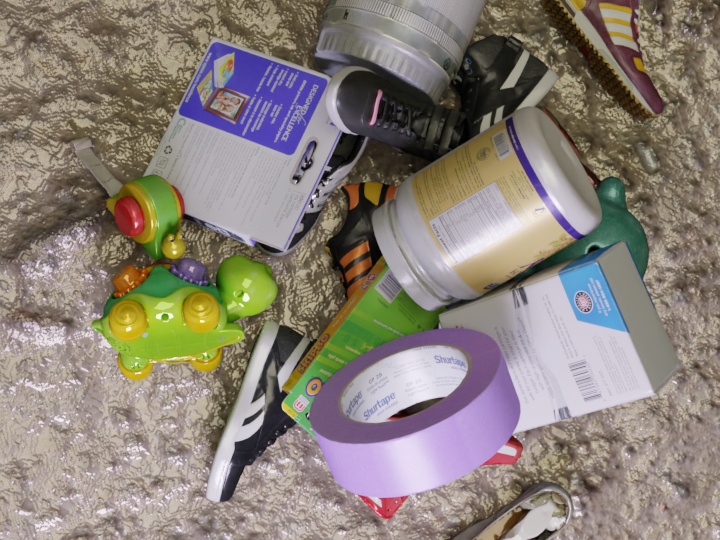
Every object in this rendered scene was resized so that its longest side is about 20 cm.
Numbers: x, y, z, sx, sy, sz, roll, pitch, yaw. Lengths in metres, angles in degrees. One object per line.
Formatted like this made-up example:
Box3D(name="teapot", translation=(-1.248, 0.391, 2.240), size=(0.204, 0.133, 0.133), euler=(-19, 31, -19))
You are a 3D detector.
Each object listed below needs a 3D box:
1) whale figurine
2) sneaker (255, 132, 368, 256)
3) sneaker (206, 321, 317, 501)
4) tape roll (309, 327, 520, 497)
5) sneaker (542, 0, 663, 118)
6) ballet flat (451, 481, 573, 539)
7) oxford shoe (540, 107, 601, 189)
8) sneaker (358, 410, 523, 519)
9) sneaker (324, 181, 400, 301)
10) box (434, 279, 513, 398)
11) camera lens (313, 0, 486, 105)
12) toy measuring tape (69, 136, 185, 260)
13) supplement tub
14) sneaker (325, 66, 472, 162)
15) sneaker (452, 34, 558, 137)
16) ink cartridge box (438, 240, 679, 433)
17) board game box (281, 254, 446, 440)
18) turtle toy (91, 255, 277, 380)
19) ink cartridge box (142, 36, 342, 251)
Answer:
Box3D(name="whale figurine", translation=(0.221, -0.046, 1.471), size=(0.159, 0.104, 0.200), euler=(-39, 89, 3))
Box3D(name="sneaker", translation=(-0.055, -0.107, 1.500), size=(0.076, 0.088, 0.200), euler=(32, 83, -5))
Box3D(name="sneaker", translation=(-0.085, 0.164, 1.468), size=(0.112, 0.073, 0.200), euler=(20, 81, -4))
Box3D(name="tape roll", translation=(0.053, 0.136, 1.350), size=(0.200, 0.200, 0.066), euler=(-26, 114, -9))
Box3D(name="sneaker", translation=(0.298, -0.268, 1.568), size=(0.090, 0.075, 0.200), euler=(-38, 91, -4))
Box3D(name="ballet flat", translation=(0.149, 0.301, 1.498), size=(0.200, 0.064, 0.067), euler=(-38, 90, -9))
Box3D(name="oxford shoe", translation=(0.237, -0.085, 1.551), size=(0.075, 0.070, 0.200), euler=(-35, 98, 12))
Box3D(name="sneaker", translation=(0.072, 0.217, 1.504), size=(0.200, 0.078, 0.116), euler=(11, 96, -1))
Box3D(name="sneaker", translation=(0.000, 0.000, 1.515), size=(0.090, 0.070, 0.201), euler=(10, 85, 13))
Box3D(name="box", translation=(0.142, 0.048, 1.532), size=(0.160, 0.044, 0.200), euler=(8, 84, -7))
Box3D(name="camera lens", translation=(0.052, -0.294, 1.495), size=(0.160, 0.160, 0.200), euler=(23, 82, -5))
Box3D(name="toy measuring tape", translation=(-0.242, -0.090, 1.446), size=(0.074, 0.074, 0.200), euler=(-36, 65, -9))
Box3D(name="supplement tub", translation=(0.127, -0.059, 1.397), size=(0.200, 0.145, 0.146), euler=(-31, 89, 20))
Box3D(name="sneaker", translation=(0.048, -0.159, 1.424), size=(0.099, 0.200, 0.071), euler=(16, 88, 34))
Box3D(name="sneaker", translation=(0.120, -0.182, 1.543), size=(0.112, 0.073, 0.200), euler=(42, 73, 1))
Box3D(name="ink cartridge box", translation=(0.201, 0.073, 1.411), size=(0.086, 0.200, 0.147), euler=(-29, 96, -52))
Box3D(name="board game box", translation=(0.001, 0.088, 1.443), size=(0.096, 0.030, 0.200), euler=(45, 72, -29))
Box3D(name="turtle toy", translation=(-0.185, 0.039, 1.453), size=(0.200, 0.146, 0.101), euler=(-7, 64, -9))
Box3D(name="ink cartridge box", translation=(-0.116, -0.133, 1.476), size=(0.200, 0.043, 0.198), euler=(22, 81, 24))
